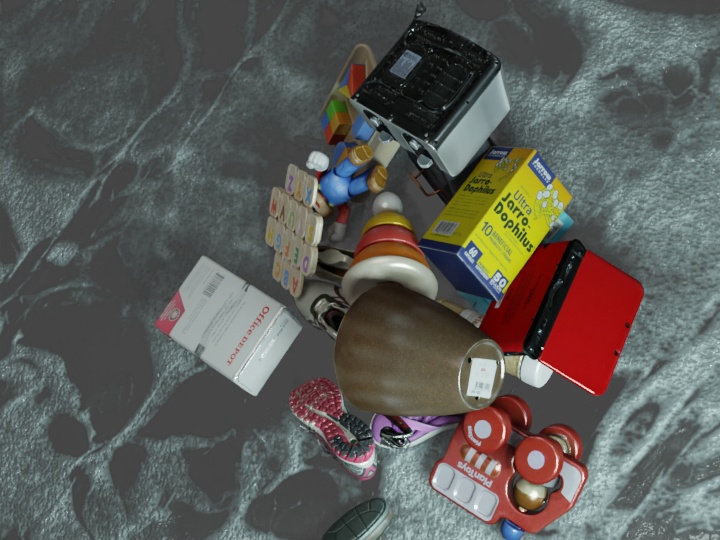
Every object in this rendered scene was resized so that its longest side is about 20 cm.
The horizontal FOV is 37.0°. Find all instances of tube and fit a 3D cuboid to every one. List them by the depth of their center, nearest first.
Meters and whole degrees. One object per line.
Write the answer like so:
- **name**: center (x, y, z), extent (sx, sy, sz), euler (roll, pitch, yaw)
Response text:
- **tube**: center (0.240, -0.017, 1.644), extent (0.200, 0.050, 0.077), euler (-47, 57, 2)

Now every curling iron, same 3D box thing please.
- **curling iron**: center (0.021, 0.201, 1.605), extent (0.049, 0.026, 0.200), euler (-8, 30, -22)

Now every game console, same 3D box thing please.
- **game console**: center (0.280, 0.069, 1.538), extent (0.171, 0.119, 0.201), euler (-7, 44, 48)

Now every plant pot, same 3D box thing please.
- **plant pot**: center (0.096, 0.125, 1.481), extent (0.199, 0.187, 0.189), euler (11, 70, 48)

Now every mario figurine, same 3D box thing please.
- **mario figurine**: center (-0.052, -0.119, 1.751), extent (0.199, 0.105, 0.125), euler (-31, 66, 40)

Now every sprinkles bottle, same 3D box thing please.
- **sprinkles bottle**: center (0.190, 0.105, 1.592), extent (0.198, 0.068, 0.069), euler (23, 76, 30)

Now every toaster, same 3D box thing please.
- **toaster**: center (0.111, -0.265, 1.610), extent (0.180, 0.119, 0.201), euler (33, 80, 30)

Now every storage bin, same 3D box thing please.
- **storage bin**: center (0.136, -0.198, 1.718), extent (0.145, 0.134, 0.201), euler (-36, 57, 3)

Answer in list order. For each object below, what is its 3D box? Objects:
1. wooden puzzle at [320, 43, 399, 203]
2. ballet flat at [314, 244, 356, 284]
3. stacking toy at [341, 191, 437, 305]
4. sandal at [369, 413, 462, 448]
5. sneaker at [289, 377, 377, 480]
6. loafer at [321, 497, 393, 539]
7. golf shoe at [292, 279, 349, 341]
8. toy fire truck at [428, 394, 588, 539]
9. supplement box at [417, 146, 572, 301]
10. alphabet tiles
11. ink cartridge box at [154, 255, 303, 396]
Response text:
- **wooden puzzle**: center (-0.010, -0.243, 1.788), extent (0.186, 0.046, 0.202), euler (-55, 47, 46)
- **ballet flat**: center (0.000, 0.000, 1.724), extent (0.198, 0.062, 0.068), euler (9, 69, 26)
- **stacking toy**: center (0.046, -0.038, 1.657), extent (0.144, 0.147, 0.202), euler (-11, 49, 17)
- **sandal**: center (0.102, 0.204, 1.593), extent (0.200, 0.050, 0.083), euler (-18, 61, 14)
- **sneaker**: center (-0.044, 0.239, 1.628), extent (0.080, 0.075, 0.200), euler (-28, 43, -14)
- **loafer**: center (-0.027, 0.411, 1.555), extent (0.199, 0.063, 0.072), euler (-40, 27, -3)
- **golf shoe**: center (-0.042, 0.065, 1.697), extent (0.199, 0.088, 0.077), euler (37, 85, 33)
- **toy fire truck**: center (0.207, 0.278, 1.491), extent (0.199, 0.112, 0.170), euler (29, 106, 24)
- **supplement box**: center (0.199, -0.072, 1.592), extent (0.201, 0.109, 0.109), euler (-53, 29, -14)
- **alphabet tiles**: center (-0.110, -0.065, 1.742), extent (0.200, 0.014, 0.198), euler (36, 121, 58)
- **ink cartridge box**: center (-0.214, 0.089, 1.759), extent (0.199, 0.085, 0.146), euler (29, 80, 32)
